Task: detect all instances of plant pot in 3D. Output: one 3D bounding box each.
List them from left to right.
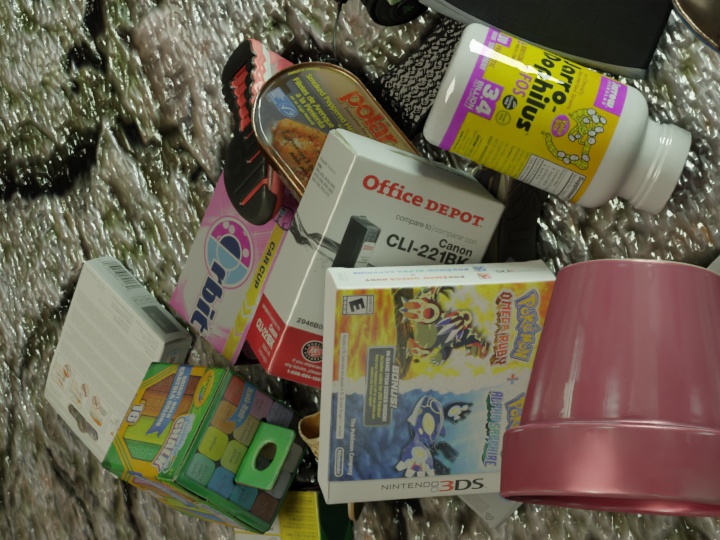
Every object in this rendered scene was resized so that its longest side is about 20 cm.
[{"bbox_3d":[0.210,0.091,1.126,0.200,0.200,0.179,-7,73,41],"label":"plant pot"}]

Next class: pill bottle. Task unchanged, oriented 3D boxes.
[{"bbox_3d":[0.159,-0.116,1.183,0.200,0.104,0.104,22,112,-1],"label":"pill bottle"}]

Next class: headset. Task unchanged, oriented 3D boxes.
[{"bbox_3d":[0.020,-0.268,1.379,0.123,0.094,0.200,39,102,37],"label":"headset"}]

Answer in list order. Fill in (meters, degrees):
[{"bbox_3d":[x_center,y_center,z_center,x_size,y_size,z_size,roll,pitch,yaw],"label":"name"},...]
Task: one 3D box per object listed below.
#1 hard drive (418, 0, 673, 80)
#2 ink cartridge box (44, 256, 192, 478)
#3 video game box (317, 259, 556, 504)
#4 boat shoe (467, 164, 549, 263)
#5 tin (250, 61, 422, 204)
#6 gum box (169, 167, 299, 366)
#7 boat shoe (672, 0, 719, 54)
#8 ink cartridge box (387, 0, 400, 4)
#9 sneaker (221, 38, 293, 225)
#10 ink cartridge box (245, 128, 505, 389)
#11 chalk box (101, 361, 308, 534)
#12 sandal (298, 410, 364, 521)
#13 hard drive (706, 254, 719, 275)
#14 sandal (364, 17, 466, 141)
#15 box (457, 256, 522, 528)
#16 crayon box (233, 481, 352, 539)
[{"bbox_3d":[0.159,-0.238,1.189,0.200,0.042,0.135,19,110,-3],"label":"hard drive"},{"bbox_3d":[-0.279,0.110,1.675,0.160,0.047,0.200,41,124,31],"label":"ink cartridge box"},{"bbox_3d":[0.060,0.092,1.203,0.047,0.182,0.200,-121,30,-62],"label":"video game box"},{"bbox_3d":[0.118,-0.064,1.291,0.073,0.074,0.200,23,107,37],"label":"boat shoe"},{"bbox_3d":[-0.017,-0.102,1.326,0.112,0.042,0.200,-33,68,-8],"label":"tin"},{"bbox_3d":[-0.106,-0.018,1.493,0.113,0.066,0.200,40,117,33],"label":"gum box"},{"bbox_3d":[0.311,-0.176,1.102,0.200,0.072,0.072,37,113,26],"label":"boat shoe"},{"bbox_3d":[0.074,-0.325,1.204,0.048,0.145,0.200,55,163,26],"label":"ink cartridge box"},{"bbox_3d":[-0.079,-0.132,1.424,0.074,0.087,0.200,-35,50,45],"label":"sneaker"},{"bbox_3d":[0.011,0.001,1.232,0.200,0.144,0.084,-68,23,11],"label":"ink cartridge box"},{"bbox_3d":[-0.139,0.174,1.447,0.200,0.124,0.124,-3,57,54],"label":"chalk box"},{"bbox_3d":[-0.023,0.142,1.389,0.070,0.078,0.212,13,128,11],"label":"sandal"},{"bbox_3d":[0.324,0.086,1.153,0.132,0.027,0.200,-51,62,31],"label":"hard drive"},{"bbox_3d":[0.052,-0.163,1.368,0.200,0.045,0.075,-38,74,21],"label":"sandal"},{"bbox_3d":[0.124,0.110,1.284,0.156,0.041,0.200,42,121,4],"label":"box"},{"bbox_3d":[-0.066,0.316,1.494,0.127,0.051,0.200,-4,90,41],"label":"crayon box"}]
